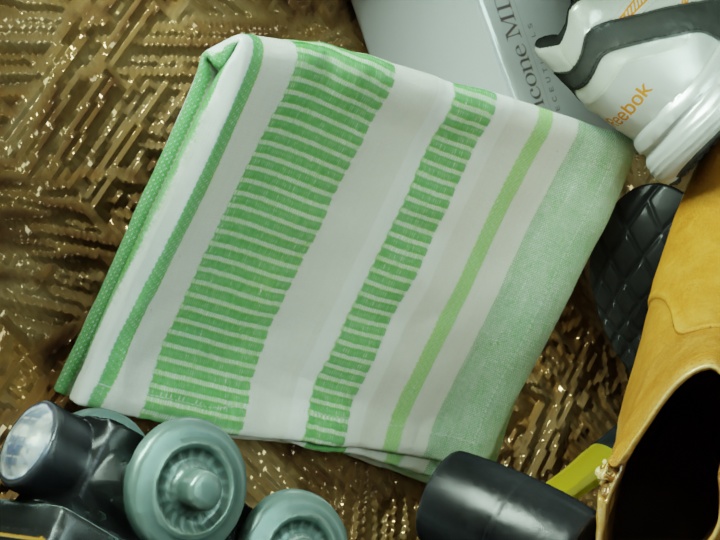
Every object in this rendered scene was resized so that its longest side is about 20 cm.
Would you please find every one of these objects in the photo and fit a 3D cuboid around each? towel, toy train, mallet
[{"bbox_3d":[0.000,0.000,0.991,0.199,0.023,0.153,14,106,-40],"label":"towel"},{"bbox_3d":[-0.053,0.125,0.930,0.200,0.085,0.114,37,70,-33],"label":"toy train"},{"bbox_3d":[0.084,0.073,1.082,0.200,0.066,0.041,-37,144,-62],"label":"mallet"}]

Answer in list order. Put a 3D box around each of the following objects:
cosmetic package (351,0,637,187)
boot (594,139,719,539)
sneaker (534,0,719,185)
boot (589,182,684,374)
[{"bbox_3d":[0.098,-0.097,1.126,0.199,0.071,0.102,-22,94,-43],"label":"cosmetic package"},{"bbox_3d":[0.131,0.027,0.975,0.144,0.070,0.202,2,104,-81],"label":"boot"},{"bbox_3d":[0.131,-0.122,1.063,0.080,0.074,0.200,35,44,-5],"label":"sneaker"},{"bbox_3d":[0.171,0.040,1.149,0.200,0.070,0.132,52,16,-4],"label":"boot"}]
